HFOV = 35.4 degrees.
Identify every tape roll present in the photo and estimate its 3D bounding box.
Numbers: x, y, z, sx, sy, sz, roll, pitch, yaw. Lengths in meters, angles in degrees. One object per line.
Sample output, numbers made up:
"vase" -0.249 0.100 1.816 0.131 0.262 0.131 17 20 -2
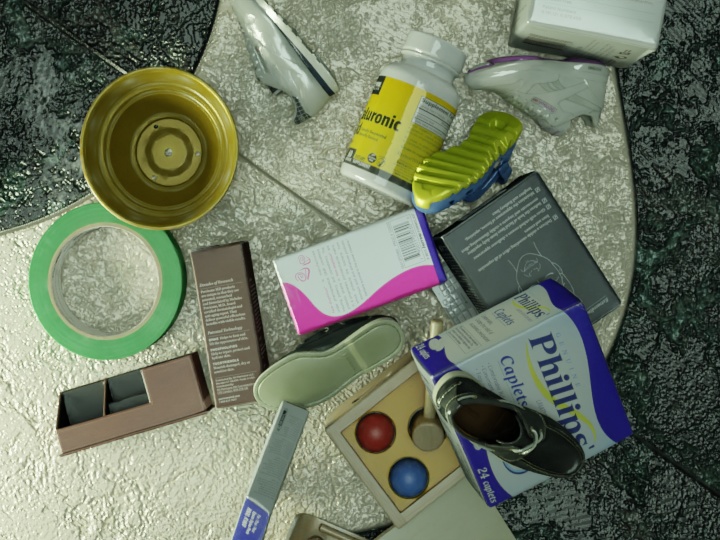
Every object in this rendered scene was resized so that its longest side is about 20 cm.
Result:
"tape roll" -0.326 0.013 1.462 0.197 0.048 0.204 0 92 -1

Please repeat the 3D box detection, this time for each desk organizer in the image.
"desk organizer" -0.296 0.171 1.457 0.197 0.072 0.078 -17 90 0

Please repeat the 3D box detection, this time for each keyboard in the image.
"keyboard" 0.160 0.079 1.490 0.056 0.011 0.201 -32 93 0

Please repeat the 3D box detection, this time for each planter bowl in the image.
"planter bowl" -0.250 -0.153 1.439 0.197 0.083 0.204 0 91 -1

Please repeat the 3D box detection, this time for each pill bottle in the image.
"pill bottle" 0.060 -0.193 1.428 0.110 0.111 0.202 23 91 -2

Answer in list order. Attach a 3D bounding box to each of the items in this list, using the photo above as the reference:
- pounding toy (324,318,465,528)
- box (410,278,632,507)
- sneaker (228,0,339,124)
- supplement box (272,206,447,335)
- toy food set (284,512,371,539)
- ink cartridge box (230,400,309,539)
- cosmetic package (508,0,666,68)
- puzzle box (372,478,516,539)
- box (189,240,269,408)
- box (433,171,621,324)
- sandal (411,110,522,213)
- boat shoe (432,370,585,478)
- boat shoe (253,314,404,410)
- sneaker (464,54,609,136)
"pounding toy" 0.069 0.187 1.426 0.199 0.142 0.185 -37 92 0
"box" 0.190 0.142 1.333 0.198 0.105 0.186 -26 106 -5
"sneaker" -0.115 -0.284 1.445 0.080 0.076 0.201 -40 91 10
"supplement box" 0.000 0.000 1.434 0.197 0.103 0.102 -19 90 1
"toy food set" -0.023 0.422 1.475 0.198 0.060 0.145 24 91 -1
"ink cartridge box" -0.125 0.293 1.362 0.040 0.201 0.201 19 135 -1
"cosmetic package" 0.288 -0.375 1.396 0.164 0.167 0.203 10 93 0
"puzzle box" 0.100 0.370 1.462 0.199 0.025 0.134 -32 89 -15
"box" -0.163 0.066 1.440 0.074 0.100 0.203 -8 92 -1
"box" 0.208 0.000 1.436 0.148 0.107 0.201 -33 92 -3
"sandal" 0.138 -0.119 1.416 0.079 0.088 0.199 28 48 32
"boat shoe" 0.170 0.183 1.250 0.199 0.068 0.072 30 96 -19
"boat shoe" -0.041 0.107 1.395 0.198 0.066 0.075 -31 108 4
"sneaker" 0.227 -0.223 1.434 0.197 0.075 0.101 1 98 -16
